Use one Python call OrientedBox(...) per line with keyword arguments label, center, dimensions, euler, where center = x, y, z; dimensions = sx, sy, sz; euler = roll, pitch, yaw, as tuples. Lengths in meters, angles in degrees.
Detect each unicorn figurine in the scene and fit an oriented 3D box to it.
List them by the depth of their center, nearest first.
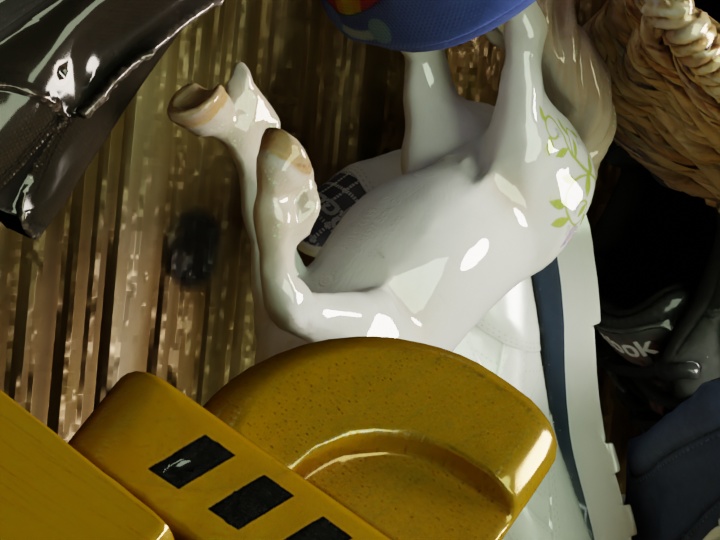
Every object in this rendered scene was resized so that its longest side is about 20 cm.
OrientedBox(label="unicorn figurine", center=(0.000, 0.000, 0.733), dimensions=(0.200, 0.074, 0.137), euler=(-36, 128, -18))

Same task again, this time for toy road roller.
OrientedBox(label="toy road roller", center=(-0.048, 0.066, 0.648), dimensions=(0.200, 0.123, 0.146), euler=(36, 56, 5))

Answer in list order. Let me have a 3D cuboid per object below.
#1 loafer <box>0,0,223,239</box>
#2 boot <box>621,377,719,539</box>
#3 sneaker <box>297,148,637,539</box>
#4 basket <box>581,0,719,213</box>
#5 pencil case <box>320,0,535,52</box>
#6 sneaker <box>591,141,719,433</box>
OrientedBox(label="loafer", center=(-0.090, -0.045, 0.693), dimensions=(0.200, 0.073, 0.071), euler=(-34, 126, -30))
OrientedBox(label="boot", center=(0.106, 0.099, 0.877), dimensions=(0.073, 0.200, 0.090), euler=(-13, 70, -18))
OrientedBox(label="sneaker", center=(0.026, 0.061, 0.835), dimensions=(0.080, 0.076, 0.200), euler=(-22, 108, -29))
OrientedBox(label="basket", center=(0.167, -0.098, 0.798), dimensions=(0.143, 0.149, 0.200), euler=(34, 81, 0))
OrientedBox(label="pencil case", center=(-0.010, -0.138, 0.611), dimensions=(0.087, 0.078, 0.200), euler=(-36, 127, -3))
OrientedBox(label="sneaker", center=(0.107, 0.032, 0.911), dimensions=(0.098, 0.071, 0.201), euler=(-13, 113, -33))
